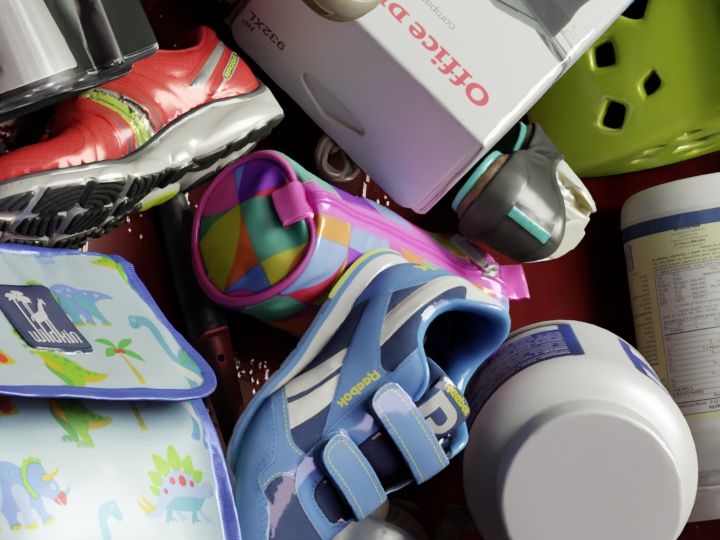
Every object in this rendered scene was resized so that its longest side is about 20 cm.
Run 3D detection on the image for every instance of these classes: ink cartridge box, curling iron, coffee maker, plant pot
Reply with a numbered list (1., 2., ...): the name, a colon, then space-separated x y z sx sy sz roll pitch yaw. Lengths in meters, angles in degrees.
1. ink cartridge box: 0.051 -0.150 1.394 0.145 0.084 0.200 45 55 0
2. curling iron: -0.079 0.040 1.324 0.050 0.026 0.200 -4 84 -51
3. coffee maker: -0.171 -0.169 1.187 0.192 0.135 0.200 -29 103 -48
4. plant pot: 0.213 -0.174 1.594 0.199 0.181 0.200 -12 89 -49

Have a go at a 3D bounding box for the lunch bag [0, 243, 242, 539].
1. lunch bag: -0.152 0.080 1.167 0.170 0.127 0.200 5 65 -46

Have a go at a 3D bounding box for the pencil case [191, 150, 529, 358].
1. pencil case: 0.000 0.000 1.366 0.200 0.088 0.089 19 67 -53

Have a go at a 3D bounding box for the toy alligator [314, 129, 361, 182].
1. toy alligator: 0.006 -0.115 1.439 0.059 0.054 0.200 30 56 -10

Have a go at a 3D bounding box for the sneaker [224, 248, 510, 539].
1. sneaker: 0.000 0.074 1.252 0.200 0.082 0.074 -59 144 -27

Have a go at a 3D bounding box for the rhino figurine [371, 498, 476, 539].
1. rhino figurine: 0.024 0.159 1.389 0.200 0.060 0.088 51 46 -36

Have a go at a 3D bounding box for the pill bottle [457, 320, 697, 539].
1. pill bottle: 0.110 0.097 1.365 0.200 0.120 0.120 -87 159 -83

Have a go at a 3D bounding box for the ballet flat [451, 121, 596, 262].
1. ballet flat: 0.089 -0.034 1.449 0.068 0.068 0.200 37 13 1

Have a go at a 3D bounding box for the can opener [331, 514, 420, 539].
1. can opener: 0.055 0.181 1.286 0.200 0.063 0.079 27 69 -5

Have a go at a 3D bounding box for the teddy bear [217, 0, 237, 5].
1. teddy bear: -0.090 -0.235 1.362 0.200 0.067 0.145 48 58 -39

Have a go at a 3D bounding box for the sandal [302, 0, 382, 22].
1. sandal: -0.019 -0.216 1.262 0.080 0.054 0.200 -31 109 -42

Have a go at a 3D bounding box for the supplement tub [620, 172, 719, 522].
1. supplement tub: 0.239 0.045 1.596 0.145 0.145 0.200 -1 82 -49

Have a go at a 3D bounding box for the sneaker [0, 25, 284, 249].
1. sneaker: -0.128 -0.066 1.277 0.200 0.077 0.085 -26 78 -46
